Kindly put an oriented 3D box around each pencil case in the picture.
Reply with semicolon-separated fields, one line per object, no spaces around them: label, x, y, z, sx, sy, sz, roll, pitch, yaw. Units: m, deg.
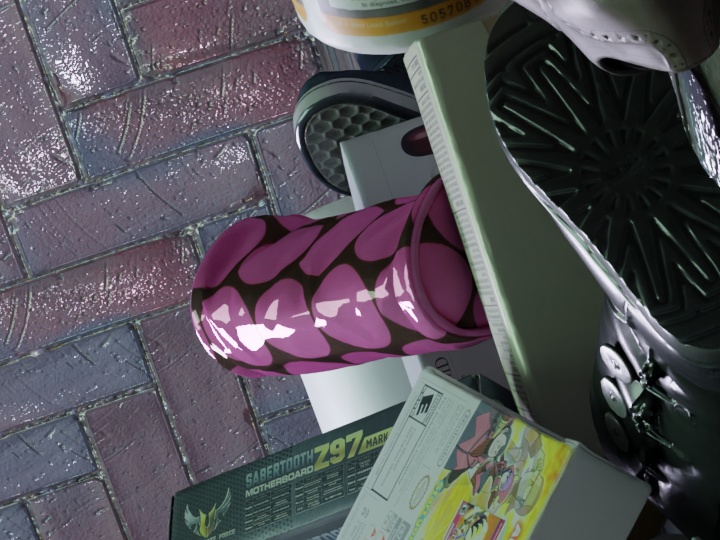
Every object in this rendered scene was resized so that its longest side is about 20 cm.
pencil case;0.000;0.000;1.397;0.200;0.091;0.094;-10;66;51

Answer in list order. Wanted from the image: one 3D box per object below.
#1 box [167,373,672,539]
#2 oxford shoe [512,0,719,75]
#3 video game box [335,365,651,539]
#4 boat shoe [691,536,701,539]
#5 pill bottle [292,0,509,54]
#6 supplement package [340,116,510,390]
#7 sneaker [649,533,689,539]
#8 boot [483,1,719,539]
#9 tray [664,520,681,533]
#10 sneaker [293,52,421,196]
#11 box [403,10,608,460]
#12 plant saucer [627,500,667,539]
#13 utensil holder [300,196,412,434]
box;0.029;0.128;1.396;0.158;0.200;0.051;31;-133;-41
oxford shoe;0.080;-0.098;0.960;0.073;0.071;0.200;61;-177;-8
video game box;0.027;0.150;1.180;0.047;0.200;0.182;27;180;-17
boat shoe;0.152;0.125;1.021;0.200;0.062;0.075;110;139;-87
pill bottle;0.003;-0.209;1.304;0.116;0.116;0.200;-112;5;-55
supplement package;0.076;0.032;1.509;0.156;0.111;0.200;76;175;-63
sneaker;0.171;0.194;1.141;0.073;0.085;0.201;5;-116;-50
boot;0.106;0.004;1.091;0.200;0.066;0.165;70;174;-65
tray;0.167;0.138;1.283;0.200;0.022;0.108;126;126;-87
sneaker;0.014;-0.114;1.580;0.202;0.077;0.147;21;-132;-55
box;0.087;-0.016;1.265;0.095;0.078;0.201;-173;64;-87
plant saucer;0.067;0.160;1.257;0.035;0.200;0.200;37;178;-1
utensil holder;0.040;0.049;1.862;0.170;0.170;0.201;91;158;-83
